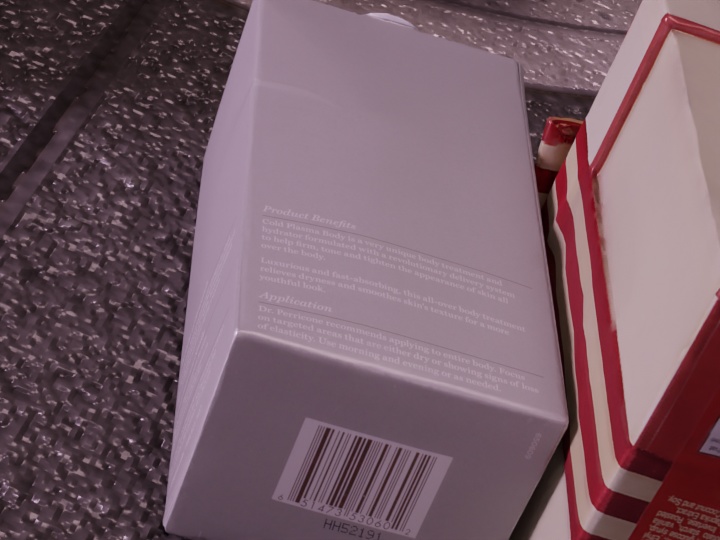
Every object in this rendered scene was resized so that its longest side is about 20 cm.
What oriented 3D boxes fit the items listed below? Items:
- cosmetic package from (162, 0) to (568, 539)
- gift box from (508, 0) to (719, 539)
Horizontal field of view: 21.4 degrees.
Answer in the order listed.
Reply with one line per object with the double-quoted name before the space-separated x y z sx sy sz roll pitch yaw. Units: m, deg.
"cosmetic package" 0.000 0.000 0.621 0.106 0.091 0.201 16 33 -10
"gift box" 0.150 0.020 0.586 0.183 0.201 0.188 20 33 -13
